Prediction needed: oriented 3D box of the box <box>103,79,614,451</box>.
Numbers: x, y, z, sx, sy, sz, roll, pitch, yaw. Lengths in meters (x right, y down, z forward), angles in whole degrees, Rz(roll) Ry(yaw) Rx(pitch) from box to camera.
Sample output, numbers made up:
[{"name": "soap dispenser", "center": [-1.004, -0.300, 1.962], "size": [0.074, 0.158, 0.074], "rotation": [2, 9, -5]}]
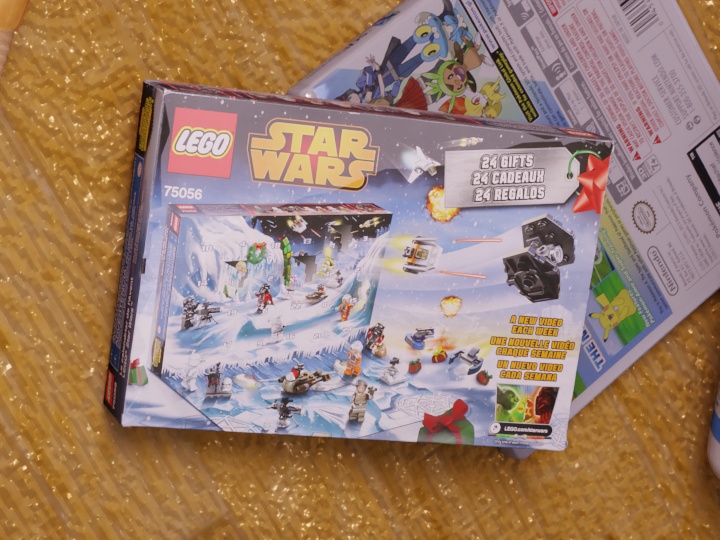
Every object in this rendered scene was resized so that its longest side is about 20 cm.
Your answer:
[{"name": "box", "center": [0.000, 0.000, 0.908], "size": [0.199, 0.040, 0.138], "rotation": [5, 100, -20]}]

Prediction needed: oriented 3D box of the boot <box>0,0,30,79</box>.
[{"name": "boot", "center": [-0.215, -0.126, 0.797], "size": [0.200, 0.071, 0.145], "rotation": [9, 85, -31]}]

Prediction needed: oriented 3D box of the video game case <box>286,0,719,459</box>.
[{"name": "video game case", "center": [0.086, -0.048, 0.977], "size": [0.182, 0.022, 0.200], "rotation": [-39, 111, -19]}]

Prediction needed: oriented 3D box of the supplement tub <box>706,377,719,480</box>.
[{"name": "supplement tub", "center": [0.236, 0.009, 0.979], "size": [0.131, 0.132, 0.201], "rotation": [2, 106, -27]}]
